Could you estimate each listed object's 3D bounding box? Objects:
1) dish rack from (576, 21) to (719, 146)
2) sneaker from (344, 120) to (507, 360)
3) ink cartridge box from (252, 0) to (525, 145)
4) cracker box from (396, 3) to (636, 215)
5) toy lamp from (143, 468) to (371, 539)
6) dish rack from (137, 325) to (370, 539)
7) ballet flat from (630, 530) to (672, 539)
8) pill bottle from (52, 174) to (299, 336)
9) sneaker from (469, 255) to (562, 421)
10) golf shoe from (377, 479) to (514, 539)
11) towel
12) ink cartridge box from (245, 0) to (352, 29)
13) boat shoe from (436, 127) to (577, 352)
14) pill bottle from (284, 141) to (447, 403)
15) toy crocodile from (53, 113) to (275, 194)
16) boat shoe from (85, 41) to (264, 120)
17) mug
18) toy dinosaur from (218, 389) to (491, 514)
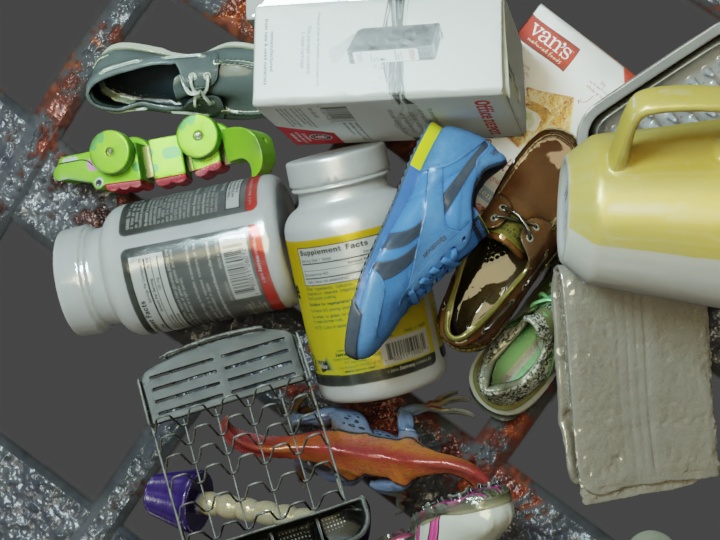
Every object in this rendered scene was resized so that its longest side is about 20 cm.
[{"bbox_3d":[0.281,-0.091,1.257,0.171,0.044,0.200,-33,112,7],"label":"dish rack"},{"bbox_3d":[0.051,-0.016,1.193,0.078,0.066,0.201,24,80,6],"label":"sneaker"},{"bbox_3d":[0.028,-0.158,1.233,0.198,0.144,0.084,-1,82,12],"label":"ink cartridge box"},{"bbox_3d":[0.144,-0.104,1.309,0.134,0.058,0.200,39,93,10],"label":"cracker box"},{"bbox_3d":[-0.092,0.205,1.320,0.199,0.058,0.059,4,87,22],"label":"toy lamp"},{"bbox_3d":[-0.091,0.140,1.211,0.152,0.055,0.201,-16,70,-8],"label":"dish rack"},{"bbox_3d":[0.224,0.315,1.265,0.067,0.064,0.201,15,89,10],"label":"ballet flat"},{"bbox_3d":[-0.154,-0.009,1.327,0.199,0.116,0.117,-11,85,10],"label":"pill bottle"},{"bbox_3d":[0.162,0.040,1.280,0.077,0.089,0.201,36,93,10],"label":"sneaker"},{"bbox_3d":[0.071,0.228,1.211,0.072,0.200,0.093,-12,69,-31],"label":"golf shoe"},{"bbox_3d":[0.225,0.086,1.256,0.132,0.034,0.202,-7,99,-15],"label":"towel"},{"bbox_3d":[0.013,-0.267,1.297,0.198,0.145,0.148,0,84,10],"label":"ink cartridge box"},{"bbox_3d":[0.126,-0.024,1.244,0.072,0.068,0.201,24,90,12],"label":"boat shoe"},{"bbox_3d":[0.000,0.000,1.281,0.112,0.112,0.201,-11,97,9],"label":"pill bottle"},{"bbox_3d":[-0.172,-0.096,1.359,0.199,0.067,0.062,-9,85,9],"label":"toy crocodile"},{"bbox_3d":[-0.146,-0.158,1.349,0.199,0.062,0.073,7,123,15],"label":"boat shoe"},{"bbox_3d":[0.230,-0.062,1.171,0.152,0.150,0.188,2,110,2],"label":"mug"},{"bbox_3d":[0.015,0.167,1.275,0.181,0.199,0.106,12,106,41],"label":"toy dinosaur"}]
